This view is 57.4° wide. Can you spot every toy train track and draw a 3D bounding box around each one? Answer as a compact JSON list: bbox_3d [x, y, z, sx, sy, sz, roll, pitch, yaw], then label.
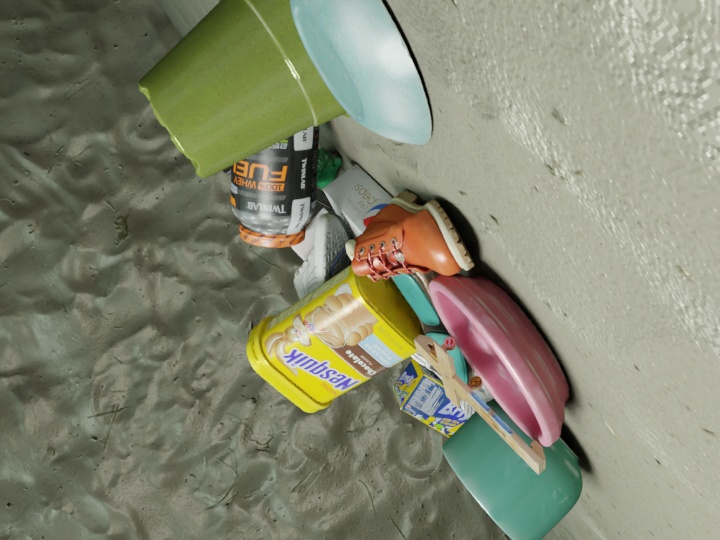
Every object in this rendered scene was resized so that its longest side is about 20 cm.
[{"bbox_3d":[0.132,0.134,0.716,0.200,0.032,0.116,45,163,38],"label":"toy train track"}]

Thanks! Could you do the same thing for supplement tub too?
[{"bbox_3d":[-0.118,-0.143,0.905,0.123,0.120,0.205,-134,44,-61],"label":"supplement tub"}]

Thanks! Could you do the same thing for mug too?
[{"bbox_3d":[0.185,0.225,0.794,0.152,0.114,0.185,46,-176,-12],"label":"mug"}]

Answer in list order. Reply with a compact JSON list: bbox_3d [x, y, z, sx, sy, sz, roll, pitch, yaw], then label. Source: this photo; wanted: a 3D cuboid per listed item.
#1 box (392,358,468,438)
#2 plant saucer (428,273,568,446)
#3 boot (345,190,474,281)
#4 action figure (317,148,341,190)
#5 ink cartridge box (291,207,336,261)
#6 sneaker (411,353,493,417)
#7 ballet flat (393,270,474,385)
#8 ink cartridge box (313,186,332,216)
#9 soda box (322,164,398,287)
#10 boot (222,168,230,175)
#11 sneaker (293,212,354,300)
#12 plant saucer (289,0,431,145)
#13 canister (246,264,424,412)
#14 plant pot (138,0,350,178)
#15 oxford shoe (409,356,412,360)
[{"bbox_3d":[0.147,0.211,0.984,0.198,0.065,0.070,33,-170,-17],"label":"box"},{"bbox_3d":[0.146,0.082,0.677,0.202,0.050,0.201,56,176,6],"label":"plant saucer"},{"bbox_3d":[0.045,-0.019,0.686,0.076,0.106,0.200,58,173,-17],"label":"boot"},{"bbox_3d":[-0.074,-0.162,1.072,0.056,0.116,0.200,66,166,-2],"label":"action figure"},{"bbox_3d":[0.000,0.000,1.025,0.200,0.085,0.146,43,-170,6],"label":"ink cartridge box"},{"bbox_3d":[0.147,0.135,0.924,0.197,0.080,0.129,36,-168,6],"label":"sneaker"},{"bbox_3d":[0.107,0.056,0.805,0.067,0.067,0.202,9,135,45],"label":"ballet flat"},{"bbox_3d":[-0.076,-0.092,1.267,0.163,0.076,0.200,29,168,13],"label":"ink cartridge box"},{"bbox_3d":[0.023,-0.061,0.872,0.200,0.063,0.069,50,173,49],"label":"soda box"},{"bbox_3d":[-0.172,-0.207,1.306,0.174,0.068,0.202,46,-138,-24],"label":"boot"},{"bbox_3d":[-0.058,0.010,0.918,0.086,0.074,0.204,25,127,28],"label":"sneaker"},{"bbox_3d":[-0.013,-0.183,0.555,0.203,0.038,0.201,56,175,7],"label":"plant saucer"},{"bbox_3d":[-0.031,0.088,0.859,0.148,0.198,0.087,43,-148,-24],"label":"canister"},{"bbox_3d":[-0.135,-0.207,0.728,0.202,0.188,0.200,55,175,7],"label":"plant pot"},{"bbox_3d":[0.105,0.108,1.055,0.072,0.071,0.200,58,-174,33],"label":"oxford shoe"}]
